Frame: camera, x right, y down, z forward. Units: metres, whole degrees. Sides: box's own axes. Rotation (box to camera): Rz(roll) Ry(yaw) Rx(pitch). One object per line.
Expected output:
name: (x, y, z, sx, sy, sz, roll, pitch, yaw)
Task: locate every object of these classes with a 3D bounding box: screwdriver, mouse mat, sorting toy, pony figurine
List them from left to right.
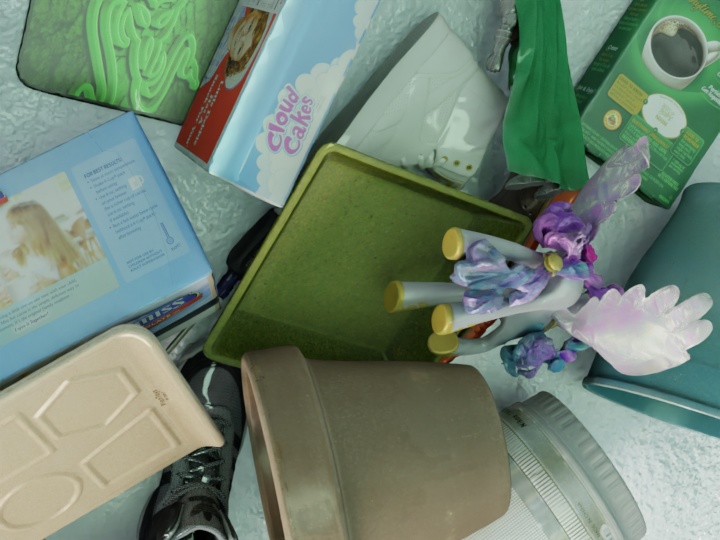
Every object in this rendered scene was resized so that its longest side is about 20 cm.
sorting toy: (-0.208, 0.118, 0.913, 0.198, 0.037, 0.186, -26, 148, -3)
mouse mat: (-0.159, -0.218, 0.987, 0.159, 0.008, 0.203, 11, 100, -19)
screwdriver: (-0.122, 0.033, 1.047, 0.201, 0.028, 0.029, -53, 139, 2)
pony figurine: (0.142, 0.010, 0.975, 0.197, 0.193, 0.169, 1, 66, -25)

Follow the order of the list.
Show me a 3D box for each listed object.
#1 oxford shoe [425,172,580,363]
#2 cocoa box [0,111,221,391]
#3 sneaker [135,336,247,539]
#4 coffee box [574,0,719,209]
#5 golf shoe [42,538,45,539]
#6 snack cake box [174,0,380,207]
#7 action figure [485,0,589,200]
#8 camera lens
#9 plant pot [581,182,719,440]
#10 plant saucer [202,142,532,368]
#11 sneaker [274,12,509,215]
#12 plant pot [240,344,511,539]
oxford shoe: (0.105, -0.011, 1.093, 0.072, 0.071, 0.201, 35, 95, 8)
cocoa box: (-0.213, 0.003, 0.933, 0.198, 0.131, 0.135, -27, 80, -9)
sneaker: (-0.121, 0.159, 1.027, 0.074, 0.114, 0.203, 11, 99, -19)
coffee box: (0.262, -0.167, 1.104, 0.122, 0.044, 0.201, 32, 93, -21)
golf shoe: (-0.259, 0.142, 1.006, 0.091, 0.075, 0.202, 26, 93, -17)
snack cake box: (-0.057, -0.159, 0.970, 0.067, 0.115, 0.202, 24, 95, -26)
action figure: (0.134, -0.160, 1.033, 0.117, 0.054, 0.203, 16, 68, -51)
camera lens: (0.112, 0.215, 1.085, 0.199, 0.160, 0.161, -35, 110, -6)
plant pot: (0.305, 0.036, 1.093, 0.198, 0.200, 0.190, 21, 84, -20)
plant saucer: (0.000, 0.000, 1.022, 0.198, 0.048, 0.201, 18, 117, -32)
sneaker: (0.033, -0.089, 1.038, 0.115, 0.074, 0.200, 43, 87, -17)
plant pot: (0.014, 0.141, 0.968, 0.172, 0.200, 0.203, -11, 106, -8)
